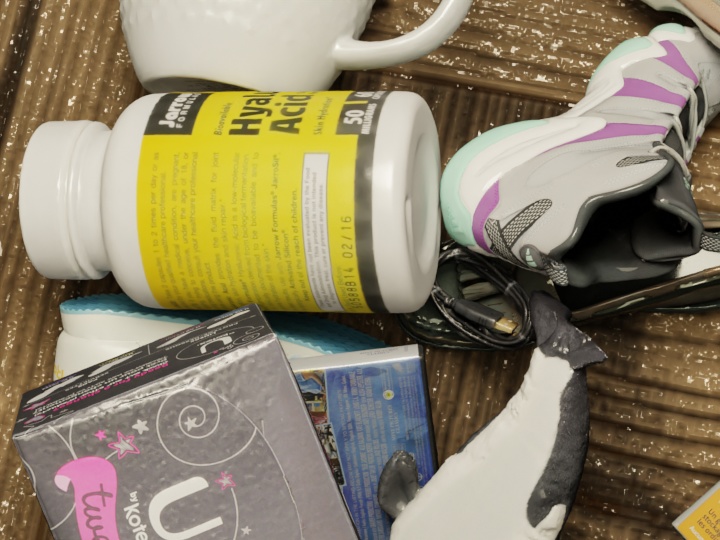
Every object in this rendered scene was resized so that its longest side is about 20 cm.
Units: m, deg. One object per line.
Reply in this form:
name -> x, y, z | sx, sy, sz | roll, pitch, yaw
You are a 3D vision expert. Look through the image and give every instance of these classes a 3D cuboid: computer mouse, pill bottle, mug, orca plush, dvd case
computer mouse -> 0.000, 0.000, 1.033 | 0.199, 0.034, 0.059 | 14, 83, 23
pill bottle -> -0.065, -0.035, 0.987 | 0.199, 0.111, 0.112 | 0, 79, 12
mug -> -0.033, -0.171, 1.033 | 0.199, 0.148, 0.176 | 8, 82, 16
orca plush -> 0.071, 0.104, 0.987 | 0.105, 0.071, 0.201 | 20, 106, 24
dvd case -> -0.058, 0.115, 1.011 | 0.199, 0.018, 0.143 | -7, 114, 2

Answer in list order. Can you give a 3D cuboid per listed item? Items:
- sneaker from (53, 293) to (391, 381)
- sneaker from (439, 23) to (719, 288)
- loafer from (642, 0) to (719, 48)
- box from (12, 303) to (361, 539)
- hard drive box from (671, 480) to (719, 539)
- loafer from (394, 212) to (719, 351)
sneaker -> -0.063, 0.063, 1.038 | 0.199, 0.077, 0.081 | 7, 99, 4
sneaker -> 0.154, -0.048, 0.995 | 0.200, 0.078, 0.140 | -34, 40, -20
loafer -> 0.208, -0.151, 1.022 | 0.072, 0.063, 0.200 | -24, 45, -37
box -> -0.068, 0.135, 0.913 | 0.132, 0.115, 0.201 | -21, 97, -5
hard drive box -> 0.282, 0.121, 0.967 | 0.200, 0.077, 0.156 | -43, 66, 0
loafer -> 0.115, -0.003, 1.038 | 0.199, 0.063, 0.072 | -9, 79, 2
